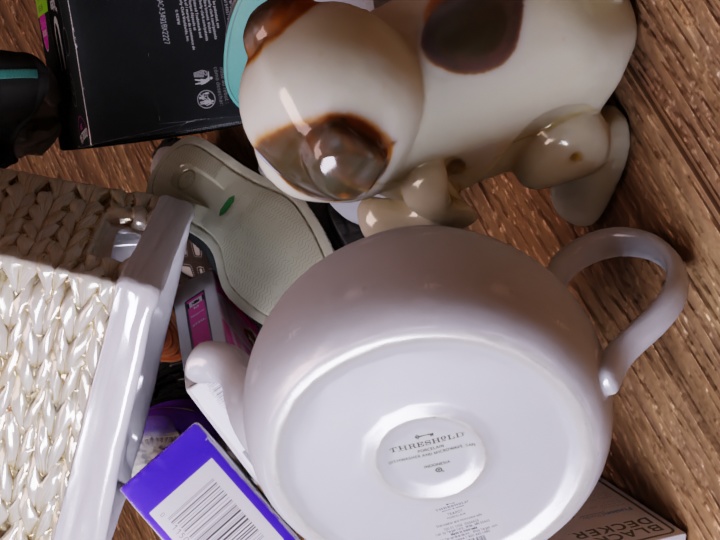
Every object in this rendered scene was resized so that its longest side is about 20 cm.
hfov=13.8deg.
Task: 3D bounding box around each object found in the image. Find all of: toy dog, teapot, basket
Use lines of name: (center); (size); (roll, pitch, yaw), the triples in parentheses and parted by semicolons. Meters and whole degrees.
toy dog: (0.034, -0.088, 1.499); (0.194, 0.200, 0.140); (-46, 60, 59)
teapot: (0.036, 0.046, 1.504); (0.146, 0.200, 0.197); (-90, 26, -52)
basket: (-0.182, 0.056, 1.710); (0.136, 0.123, 0.200); (-75, -1, -65)

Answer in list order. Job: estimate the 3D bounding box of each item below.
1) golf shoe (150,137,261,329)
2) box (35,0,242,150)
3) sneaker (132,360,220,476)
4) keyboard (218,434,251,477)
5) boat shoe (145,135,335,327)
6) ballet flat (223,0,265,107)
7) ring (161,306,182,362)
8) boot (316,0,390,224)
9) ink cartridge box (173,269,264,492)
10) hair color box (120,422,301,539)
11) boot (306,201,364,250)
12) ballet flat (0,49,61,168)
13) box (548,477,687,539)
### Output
golf shoe: (-0.108, -0.003, 1.918); (0.200, 0.094, 0.078); (58, 177, 37)
box: (-0.129, -0.155, 1.828); (0.200, 0.124, 0.149); (-174, 75, -79)
sneaker: (-0.118, 0.090, 1.949); (0.200, 0.070, 0.100); (42, -137, -77)
keyboard: (-0.035, 0.088, 1.807); (0.200, 0.011, 0.056); (-23, 59, 55)
boat shoe: (-0.053, -0.013, 1.742); (0.068, 0.072, 0.200); (40, -178, -41)
ballet flat: (-0.027, -0.180, 1.697); (0.073, 0.073, 0.200); (52, 138, 41)
ring: (-0.185, -0.010, 1.844); (0.200, 0.019, 0.200); (32, 162, 12)
boot: (0.016, -0.126, 1.650); (0.074, 0.096, 0.200); (19, 133, 26)
ink cartridge box: (-0.070, 0.061, 1.743); (0.095, 0.037, 0.200); (54, -176, -20)
hair color box: (-0.080, 0.152, 1.751); (0.109, 0.065, 0.200); (49, 174, 3)
boot: (0.000, 0.000, 1.768); (0.200, 0.070, 0.132); (-121, 28, -54)
ballet flat: (-0.218, -0.095, 1.828); (0.200, 0.068, 0.068); (151, 108, -80)
box: (0.076, 0.143, 1.614); (0.200, 0.117, 0.060); (34, 128, 56)
